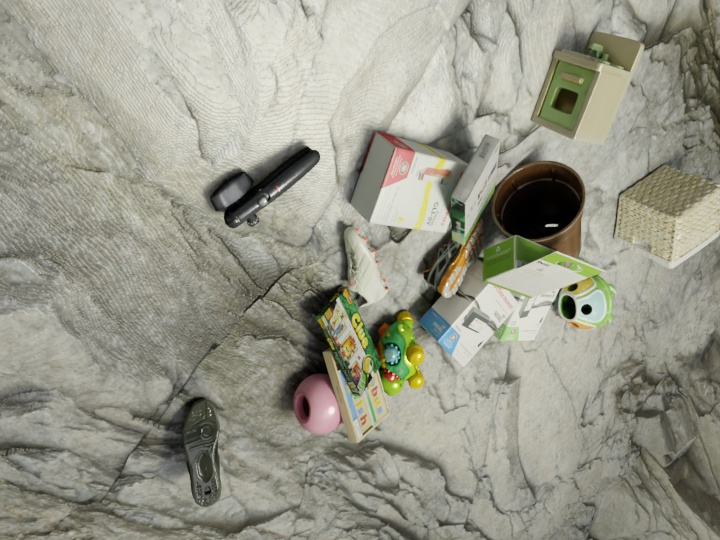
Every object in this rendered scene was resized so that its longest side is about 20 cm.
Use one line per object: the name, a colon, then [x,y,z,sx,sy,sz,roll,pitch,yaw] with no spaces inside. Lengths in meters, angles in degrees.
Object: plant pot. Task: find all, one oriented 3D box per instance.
plant pot: [0.414,-0.104,1.223,0.200,0.200,0.199,-43,141,-1]

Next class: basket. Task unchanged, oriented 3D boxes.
basket: [0.827,-0.149,1.460,0.197,0.198,0.164,-31,128,-12]

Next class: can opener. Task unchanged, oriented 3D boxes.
can opener: [-0.148,-0.140,0.892,0.197,0.063,0.080,-34,132,-11]

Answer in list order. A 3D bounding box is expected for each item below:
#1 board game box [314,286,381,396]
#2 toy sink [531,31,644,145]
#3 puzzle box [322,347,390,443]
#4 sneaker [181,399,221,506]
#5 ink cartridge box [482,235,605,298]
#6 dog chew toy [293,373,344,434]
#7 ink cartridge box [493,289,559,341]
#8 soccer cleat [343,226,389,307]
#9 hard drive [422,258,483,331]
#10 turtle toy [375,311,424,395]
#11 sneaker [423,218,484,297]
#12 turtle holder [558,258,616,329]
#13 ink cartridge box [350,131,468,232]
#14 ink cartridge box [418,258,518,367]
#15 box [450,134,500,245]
board game box: [-0.021,0.147,1.117,0.105,0.023,0.204,-51,124,-46]
toy sink: [0.457,-0.381,1.102,0.109,0.131,0.205,-1,120,-32]
puzzle box: [-0.005,0.245,1.161,0.132,0.025,0.206,-25,100,-51]
sneaker: [-0.323,0.357,1.096,0.074,0.114,0.206,-8,96,-23]
ink cartridge box: [0.367,-0.019,1.097,0.144,0.199,0.078,17,65,-26]
dog chew toy: [-0.051,0.287,1.200,0.196,0.124,0.127,-1,120,-42]
ink cartridge box: [0.422,0.075,1.402,0.142,0.084,0.205,3,117,-35]
soccer cleat: [0.000,0.000,1.083,0.076,0.070,0.202,-32,134,-8]
hard drive: [0.236,0.066,1.299,0.132,0.042,0.205,5,115,-36]
turtle toy: [0.084,0.203,1.233,0.098,0.147,0.205,-7,126,-5]
sneaker: [0.211,-0.039,1.198,0.202,0.076,0.079,-53,141,-18]
turtle holder: [0.625,0.074,1.501,0.128,0.141,0.190,-9,125,-27]
ink cartridge box: [0.098,-0.162,1.030,0.195,0.083,0.149,4,117,-36]
ink cartridge box: [0.251,0.097,1.241,0.201,0.084,0.144,-48,132,1]
box: [0.227,-0.153,1.077,0.147,0.036,0.201,-59,160,-13]
